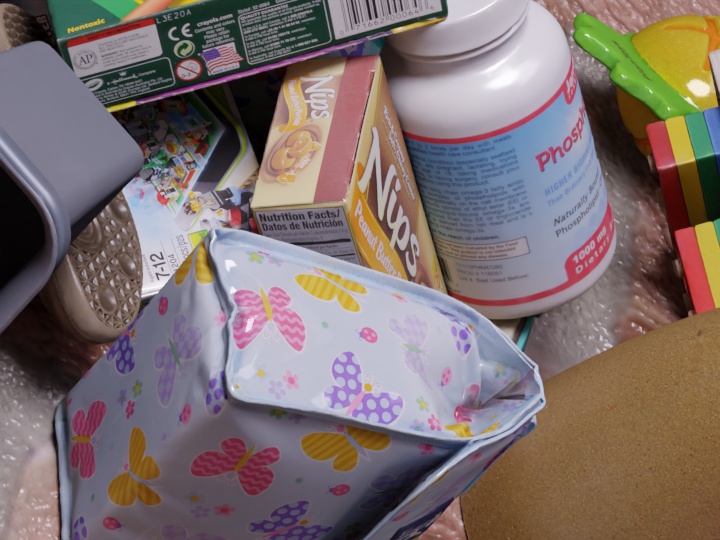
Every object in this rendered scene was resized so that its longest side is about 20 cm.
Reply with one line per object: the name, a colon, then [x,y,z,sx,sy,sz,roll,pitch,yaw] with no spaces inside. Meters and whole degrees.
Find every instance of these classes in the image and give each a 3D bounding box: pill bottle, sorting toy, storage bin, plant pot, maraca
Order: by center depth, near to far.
storage bin: [-0.206,-0.024,1.330,0.146,0.200,0.134,48,29,2]
pill bottle: [0.069,-0.079,1.543,0.109,0.108,0.201,-74,154,-46]
plant pot: [0.186,0.104,1.547,0.186,0.200,0.187,23,46,-26]
sorting toy: [0.226,0.007,1.694,0.199,0.069,0.201,68,9,-54]
maraca: [0.213,-0.112,1.809,0.199,0.107,0.137,17,23,-44]

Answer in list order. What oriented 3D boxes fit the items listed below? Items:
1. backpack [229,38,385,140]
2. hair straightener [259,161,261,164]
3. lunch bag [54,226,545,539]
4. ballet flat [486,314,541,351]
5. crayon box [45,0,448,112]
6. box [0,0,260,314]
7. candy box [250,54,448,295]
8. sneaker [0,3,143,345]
backpack: [0.001,-0.159,1.639,0.177,0.150,0.201,37,53,-32]
hair straightener: [-0.051,-0.032,1.575,0.199,0.041,0.077,26,44,-23]
lunch bag: [-0.026,0.087,1.399,0.199,0.170,0.128,16,47,-32]
ballet flat: [0.080,0.016,1.642,0.069,0.069,0.200,42,38,-5]
crayon box: [-0.072,-0.175,1.490,0.199,0.058,0.173,-16,42,-4]
box: [-0.118,-0.069,1.515,0.109,0.035,0.201,-15,65,-14]
candy box: [0.000,0.000,1.493,0.116,0.055,0.201,-78,158,-46]
sneaker: [-0.171,-0.038,1.453,0.070,0.075,0.201,20,43,-51]
